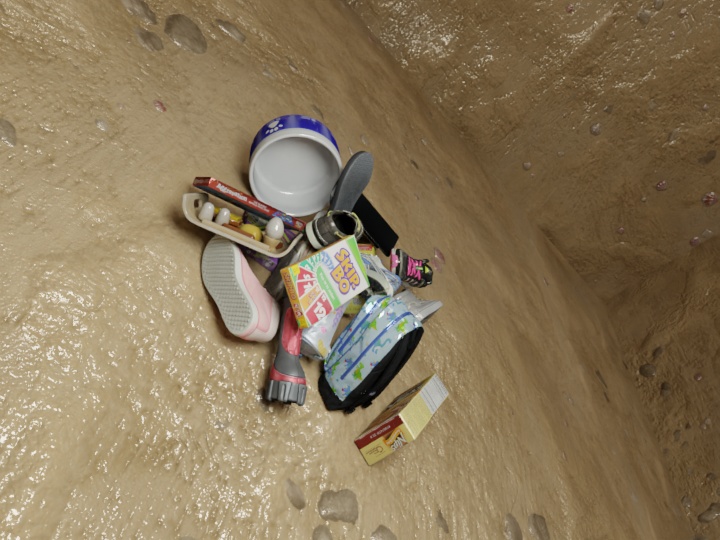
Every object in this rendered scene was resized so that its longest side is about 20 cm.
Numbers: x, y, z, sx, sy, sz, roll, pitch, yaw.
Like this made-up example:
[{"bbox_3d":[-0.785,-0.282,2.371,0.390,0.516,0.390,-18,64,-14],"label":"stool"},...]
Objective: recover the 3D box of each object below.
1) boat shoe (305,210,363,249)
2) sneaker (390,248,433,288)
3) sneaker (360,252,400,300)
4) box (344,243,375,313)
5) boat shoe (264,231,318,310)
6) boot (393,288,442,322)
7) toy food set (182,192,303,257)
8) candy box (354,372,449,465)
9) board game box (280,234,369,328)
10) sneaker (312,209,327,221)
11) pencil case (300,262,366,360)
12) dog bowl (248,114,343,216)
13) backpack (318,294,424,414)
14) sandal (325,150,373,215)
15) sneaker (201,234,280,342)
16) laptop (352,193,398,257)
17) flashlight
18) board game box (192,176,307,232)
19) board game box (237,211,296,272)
[{"bbox_3d":[-0.033,-0.081,1.074,0.073,0.060,0.200,66,24,2],"label":"boat shoe"},{"bbox_3d":[0.124,-0.004,1.298,0.200,0.085,0.076,38,55,-65],"label":"sneaker"},{"bbox_3d":[0.000,0.000,1.138,0.198,0.079,0.084,35,40,27],"label":"sneaker"},{"bbox_3d":[-0.010,0.015,1.218,0.202,0.073,0.051,-75,163,-55],"label":"box"},{"bbox_3d":[-0.114,-0.007,1.051,0.072,0.075,0.203,43,58,-26],"label":"boat shoe"},{"bbox_3d":[0.142,0.081,1.394,0.096,0.074,0.199,50,20,12],"label":"boot"},{"bbox_3d":[-0.197,-0.087,0.958,0.195,0.062,0.144,24,8,-5],"label":"toy food set"},{"bbox_3d":[0.082,0.274,1.037,0.056,0.115,0.199,55,28,5],"label":"candy box"},{"bbox_3d":[-0.049,0.011,0.921,0.199,0.029,0.098,-32,107,-53],"label":"board game box"},{"bbox_3d":[-0.056,-0.089,1.240,0.083,0.074,0.200,27,21,12],"label":"sneaker"},{"bbox_3d":[-0.061,0.059,0.999,0.089,0.084,0.203,25,64,3],"label":"pencil case"},{"bbox_3d":[-0.136,-0.217,1.158,0.198,0.199,0.080,31,31,-34],"label":"dog bowl"},{"bbox_3d":[0.025,0.144,1.006,0.161,0.199,0.156,2,54,-54],"label":"backpack"},{"bbox_3d":[-0.038,-0.157,1.144,0.043,0.204,0.075,39,20,34],"label":"sandal"},{"bbox_3d":[-0.197,0.035,0.927,0.104,0.075,0.203,38,20,-57],"label":"sneaker"},{"bbox_3d":[0.000,-0.110,1.350,0.178,0.199,0.103,49,66,-9],"label":"laptop"},{"bbox_3d":[-0.107,0.109,0.889,0.068,0.066,0.206,78,19,-74],"label":"flashlight"},{"bbox_3d":[-0.200,-0.119,1.005,0.197,0.020,0.102,25,-6,-33],"label":"board game box"},{"bbox_3d":[-0.157,-0.039,1.110,0.199,0.032,0.122,39,28,-27],"label":"board game box"}]
